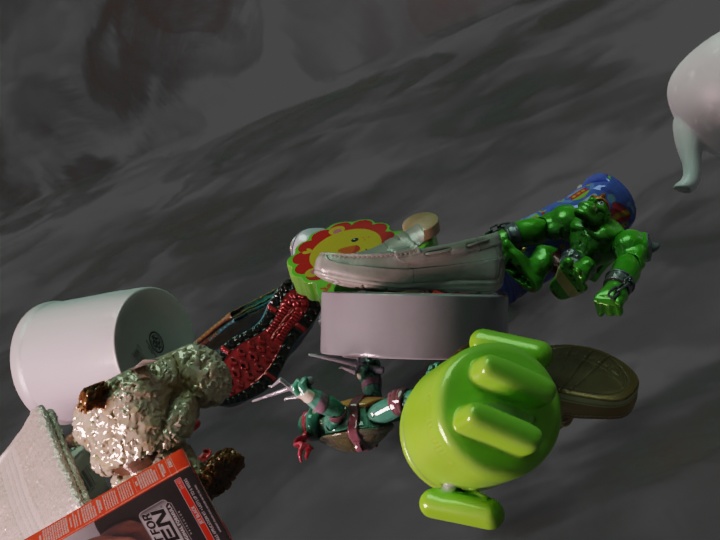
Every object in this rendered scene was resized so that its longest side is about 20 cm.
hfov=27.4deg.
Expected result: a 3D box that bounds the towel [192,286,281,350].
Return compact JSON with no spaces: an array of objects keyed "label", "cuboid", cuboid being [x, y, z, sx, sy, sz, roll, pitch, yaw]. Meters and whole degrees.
[{"label":"towel","cuboid":[-0.154,0.069,1.942,0.146,0.022,0.200,-39,-6,34]}]

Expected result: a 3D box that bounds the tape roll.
[{"label":"tape roll","cuboid":[0.057,0.056,1.554,0.198,0.067,0.200,2,0,0]}]

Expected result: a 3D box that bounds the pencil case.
[{"label":"pencil case","cuboid":[0.228,-0.043,1.730,0.199,0.078,0.087,-31,46,-16]}]

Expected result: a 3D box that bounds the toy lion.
[{"label":"toy lion","cuboid":[0.000,0.000,1.768,0.190,0.069,0.201,-5,32,16]}]

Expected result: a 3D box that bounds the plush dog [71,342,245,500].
[{"label":"plush dog","cuboid":[-0.223,0.191,1.556,0.199,0.173,0.160,-26,-4,16]}]

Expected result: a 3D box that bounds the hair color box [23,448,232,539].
[{"label":"hair color box","cuboid":[-0.235,0.272,1.448,0.199,0.102,0.061,-30,17,-8]}]

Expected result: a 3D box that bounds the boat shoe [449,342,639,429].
[{"label":"boat shoe","cuboid":[0.174,0.112,1.370,0.199,0.067,0.074,10,36,43]}]

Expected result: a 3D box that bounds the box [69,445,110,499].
[{"label":"box","cuboid":[-0.402,0.272,1.761,0.198,0.069,0.082,-16,20,31]}]

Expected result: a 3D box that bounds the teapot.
[{"label":"teapot","cuboid":[0.469,-0.195,1.726,0.196,0.147,0.200,-8,-27,-35]}]

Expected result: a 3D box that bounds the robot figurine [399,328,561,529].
[{"label":"robot figurine","cuboid":[0.101,0.130,1.277,0.200,0.115,0.177,132,157,-68]}]

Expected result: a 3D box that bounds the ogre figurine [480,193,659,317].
[{"label":"ogre figurine","cuboid":[0.236,-0.020,1.618,0.120,0.099,0.199,-35,20,-28]}]

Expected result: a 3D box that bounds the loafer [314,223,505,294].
[{"label":"loafer","cuboid":[0.051,-0.013,1.516,0.198,0.071,0.070,1,-1,-10]}]

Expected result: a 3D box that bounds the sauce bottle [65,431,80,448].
[{"label":"sauce bottle","cuboid":[-0.274,0.180,1.852,0.199,0.066,0.066,-36,19,-22]}]

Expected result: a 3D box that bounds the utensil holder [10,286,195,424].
[{"label":"utensil holder","cuboid":[-0.343,0.113,1.986,0.198,0.171,0.170,-11,22,36]}]

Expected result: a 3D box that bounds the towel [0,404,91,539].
[{"label":"towel","cuboid":[-0.362,0.250,1.630,0.133,0.034,0.200,-53,38,10]}]

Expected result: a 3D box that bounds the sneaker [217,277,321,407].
[{"label":"sneaker","cuboid":[-0.117,0.104,1.866,0.200,0.079,0.096,-47,-13,-22]}]

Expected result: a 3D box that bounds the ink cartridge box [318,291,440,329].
[{"label":"ink cartridge box","cuboid":[0.050,0.026,1.847,0.198,0.051,0.109,-23,17,14]}]

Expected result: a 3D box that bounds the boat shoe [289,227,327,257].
[{"label":"boat shoe","cuboid":[-0.050,-0.013,1.942,0.062,0.073,0.200,21,-4,26]}]

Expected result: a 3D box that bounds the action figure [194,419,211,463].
[{"label":"action figure","cuboid":[-0.208,0.195,1.703,0.098,0.066,0.200,-31,14,17]}]

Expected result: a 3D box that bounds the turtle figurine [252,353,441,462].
[{"label":"turtle figurine","cuboid":[0.001,0.134,1.502,0.198,0.102,0.150,-10,7,22]}]
